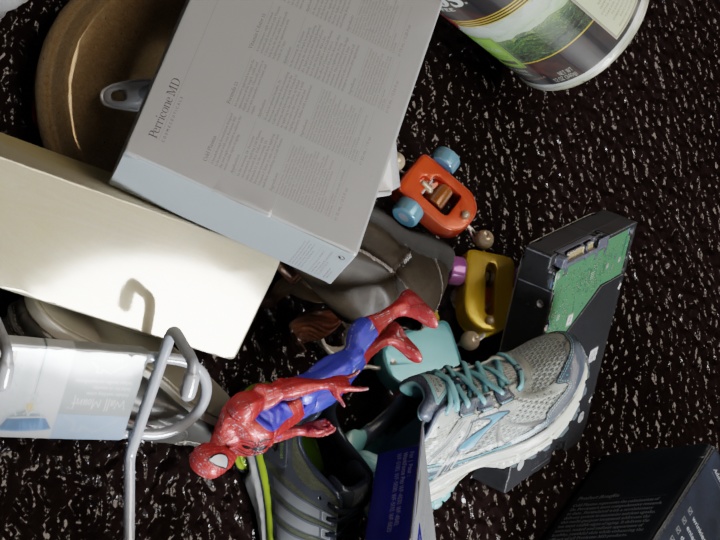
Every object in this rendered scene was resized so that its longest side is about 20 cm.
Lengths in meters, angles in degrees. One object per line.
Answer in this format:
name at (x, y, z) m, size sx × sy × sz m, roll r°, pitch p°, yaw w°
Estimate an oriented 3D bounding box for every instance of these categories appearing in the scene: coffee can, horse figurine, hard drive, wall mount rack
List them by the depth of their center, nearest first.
wall mount rack at (-0.178, 0.111, 1.049) m, size 0.199 × 0.075 × 0.174 m, roll 5°, pitch 118°, yaw -29°
horse figurine at (-0.038, -0.035, 1.274) m, size 0.132 × 0.050 × 0.201 m, roll 6°, pitch 75°, yaw -41°
hard drive at (0.151, 0.061, 1.393) m, size 0.140 × 0.038 × 0.201 m, roll -25°, pitch 132°, yaw -54°
coffee can at (0.118, -0.254, 1.418) m, size 0.200 × 0.146 × 0.147 m, roll 31°, pitch 60°, yaw -40°

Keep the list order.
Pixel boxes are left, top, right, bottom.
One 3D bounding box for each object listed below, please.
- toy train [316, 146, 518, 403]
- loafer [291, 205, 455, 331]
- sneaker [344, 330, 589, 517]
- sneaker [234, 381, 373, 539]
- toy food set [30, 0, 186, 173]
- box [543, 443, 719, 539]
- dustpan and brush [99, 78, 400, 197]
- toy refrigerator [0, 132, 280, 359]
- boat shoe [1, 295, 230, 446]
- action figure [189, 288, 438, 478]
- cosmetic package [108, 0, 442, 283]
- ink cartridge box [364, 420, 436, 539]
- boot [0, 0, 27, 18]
toy train at (0.043, 0.011, 1.356) m, size 0.150 × 0.056 × 0.200 m, roll 36°, pitch 64°, yaw -7°
loafer at (0.000, 0.000, 1.213) m, size 0.200 × 0.073 × 0.072 m, roll 16°, pitch 71°, yaw -49°
sneaker at (0.074, 0.102, 1.270) m, size 0.200 × 0.078 × 0.086 m, roll -35°, pitch 131°, yaw -3°
sneaker at (-0.027, 0.170, 1.218) m, size 0.074 × 0.081 × 0.201 m, roll -29°, pitch 103°, yaw -46°
toy food set at (-0.126, -0.103, 1.176) m, size 0.200 × 0.049 × 0.198 m, roll 42°, pitch 61°, yaw -23°
box at (0.244, 0.283, 1.460) m, size 0.197 × 0.124 × 0.201 m, roll -44°, pitch 114°, yaw -42°
dustpan and brush at (-0.070, -0.113, 1.148) m, size 0.199 × 0.057 × 0.140 m, roll -4°, pitch 87°, yaw -12°
toy refrigerator at (-0.157, -0.017, 1.082) m, size 0.199 × 0.070 × 0.076 m, roll 19°, pitch 102°, yaw -30°
boat shoe at (-0.154, 0.072, 1.128) m, size 0.200 × 0.057 × 0.067 m, roll 34°, pitch 18°, yaw -41°
action figure at (-0.031, 0.080, 1.148) m, size 0.200 × 0.066 × 0.052 m, roll -28°, pitch 70°, yaw -34°
cosmetic package at (-0.049, -0.112, 1.096) m, size 0.150 × 0.052 × 0.201 m, roll 26°, pitch 61°, yaw -11°
ink cartridge box at (0.029, 0.199, 1.219) m, size 0.200 × 0.039 × 0.100 m, roll 84°, pitch 12°, yaw -47°
boot at (-0.194, -0.244, 1.111) m, size 0.073 × 0.095 × 0.201 m, roll 35°, pitch 58°, yaw -38°
